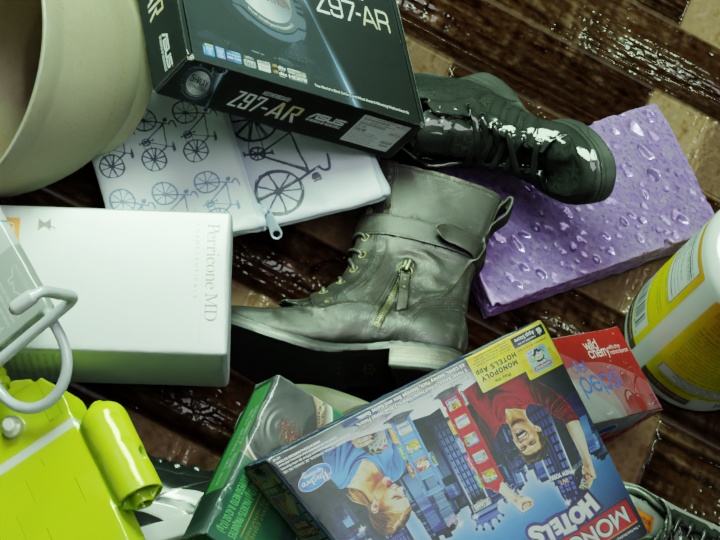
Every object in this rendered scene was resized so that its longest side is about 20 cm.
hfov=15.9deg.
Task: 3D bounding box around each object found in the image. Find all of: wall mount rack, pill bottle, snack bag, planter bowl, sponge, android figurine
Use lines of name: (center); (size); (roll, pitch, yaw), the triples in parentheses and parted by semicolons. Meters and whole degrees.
wall mount rack: (-0.274, 0.016, 1.601); (0.200, 0.174, 0.075); (58, 19, 17)
pill bottle: (0.268, 0.016, 1.787); (0.109, 0.200, 0.109); (7, 65, -16)
snack bag: (-0.093, -0.103, 1.788); (0.200, 0.021, 0.189); (-13, 62, -11)
planter bowl: (-0.222, -0.140, 1.711); (0.135, 0.200, 0.200); (5, 62, -45)
sponge: (0.154, -0.045, 1.875); (0.200, 0.030, 0.112); (-18, 73, -24)
android figurine: (-0.211, 0.150, 1.606); (0.182, 0.041, 0.200); (-32, 65, 11)

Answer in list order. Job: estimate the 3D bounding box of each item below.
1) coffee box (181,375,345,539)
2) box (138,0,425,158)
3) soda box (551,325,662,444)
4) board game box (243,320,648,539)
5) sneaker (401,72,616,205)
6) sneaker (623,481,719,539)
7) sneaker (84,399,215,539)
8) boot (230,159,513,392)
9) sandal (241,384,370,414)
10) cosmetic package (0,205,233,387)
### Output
coffee box: (-0.001, 0.166, 1.623); (0.200, 0.044, 0.123); (34, 63, -16)
box: (-0.059, -0.172, 1.757); (0.200, 0.044, 0.160); (15, 50, -35)
soda box: (0.123, 0.088, 1.728); (0.200, 0.063, 0.070); (-5, 64, -59)
board game box: (0.063, 0.164, 1.577); (0.200, 0.062, 0.200); (-25, 89, -19)
sneaker: (0.079, -0.093, 1.814); (0.104, 0.060, 0.200); (-12, 34, -36)
sneaker: (0.201, 0.190, 1.756); (0.200, 0.079, 0.074); (20, 60, -11)
sneaker: (-0.129, 0.130, 1.660); (0.200, 0.073, 0.112); (-10, 70, -10)
boot: (0.000, 0.000, 1.777); (0.200, 0.069, 0.174); (10, 58, -3)
sandal: (0.019, 0.117, 1.700); (0.201, 0.057, 0.080); (15, 57, -3)
cosmetic package: (-0.184, 0.017, 1.676); (0.200, 0.071, 0.102); (1, 70, -2)
